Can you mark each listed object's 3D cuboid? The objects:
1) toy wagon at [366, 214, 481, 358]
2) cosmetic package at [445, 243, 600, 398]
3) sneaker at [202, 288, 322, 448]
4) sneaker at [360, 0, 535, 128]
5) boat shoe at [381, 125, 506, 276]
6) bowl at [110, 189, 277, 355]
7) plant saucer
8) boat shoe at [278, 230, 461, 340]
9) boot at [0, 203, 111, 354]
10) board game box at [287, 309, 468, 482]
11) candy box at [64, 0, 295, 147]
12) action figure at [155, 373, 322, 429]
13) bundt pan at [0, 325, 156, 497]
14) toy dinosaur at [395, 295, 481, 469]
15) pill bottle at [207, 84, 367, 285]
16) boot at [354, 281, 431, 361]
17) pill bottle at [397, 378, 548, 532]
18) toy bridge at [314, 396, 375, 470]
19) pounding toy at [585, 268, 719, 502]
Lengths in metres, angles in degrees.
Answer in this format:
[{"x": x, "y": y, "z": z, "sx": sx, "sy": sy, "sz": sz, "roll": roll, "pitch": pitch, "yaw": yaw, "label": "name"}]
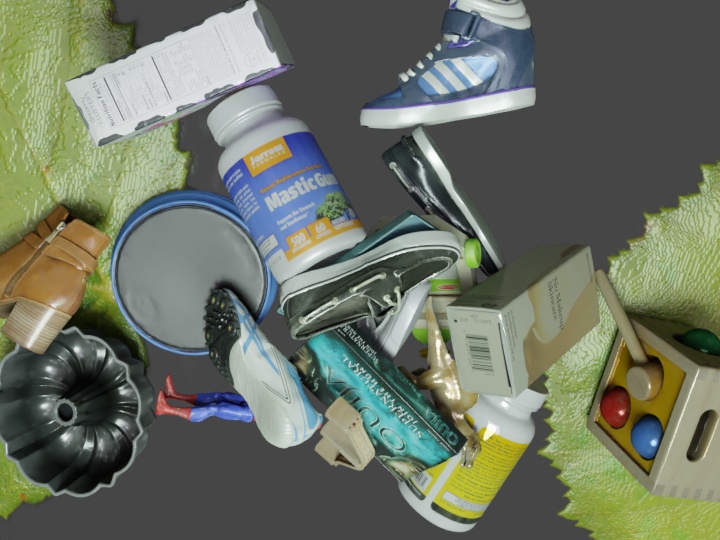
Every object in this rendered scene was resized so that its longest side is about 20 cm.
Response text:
[{"x": 0.071, "y": 0.022, "z": 0.980, "sx": 0.155, "sy": 0.040, "sz": 0.200, "roll": 0, "pitch": 132, "yaw": 21, "label": "toy wagon"}, {"x": 0.186, "y": 0.050, "z": 0.934, "sx": 0.071, "sy": 0.200, "sz": 0.106, "roll": 3, "pitch": 114, "yaw": 43, "label": "cosmetic package"}, {"x": -0.114, "y": 0.108, "z": 0.955, "sx": 0.072, "sy": 0.072, "sz": 0.200, "roll": -42, "pitch": 73, "yaw": 34, "label": "sneaker"}, {"x": 0.090, "y": -0.238, "z": 0.917, "sx": 0.199, "sy": 0.081, "sz": 0.147, "roll": -8, "pitch": 96, "yaw": 6, "label": "sneaker"}, {"x": 0.099, "y": -0.069, "z": 0.965, "sx": 0.060, "sy": 0.076, "sz": 0.200, "roll": -31, "pitch": 102, "yaw": 15, "label": "boat shoe"}, {"x": -0.198, "y": 0.006, "z": 0.994, "sx": 0.200, "sy": 0.039, "sz": 0.201, "roll": 0, "pitch": 106, "yaw": -1, "label": "bowl"}, {"x": 0.000, "y": 0.000, "z": 0.915, "sx": 0.200, "sy": 0.019, "sz": 0.070, "roll": -34, "pitch": 141, "yaw": 27, "label": "plant saucer"}, {"x": 0.016, "y": 0.020, "z": 0.874, "sx": 0.199, "sy": 0.064, "sz": 0.071, "roll": -20, "pitch": 146, "yaw": 2, "label": "boat shoe"}, {"x": -0.391, "y": -0.014, "z": 0.963, "sx": 0.200, "sy": 0.077, "sz": 0.156, "roll": 26, "pitch": 82, "yaw": 28, "label": "boot"}, {"x": 0.012, "y": 0.147, "z": 0.950, "sx": 0.200, "sy": 0.028, "sz": 0.135, "roll": 45, "pitch": 143, "yaw": 1, "label": "board game box"}, {"x": -0.177, "y": -0.203, "z": 0.867, "sx": 0.199, "sy": 0.168, "sz": 0.072, "roll": -23, "pitch": 103, "yaw": 6, "label": "candy box"}, {"x": -0.139, "y": 0.146, "z": 1.020, "sx": 0.199, "sy": 0.065, "sz": 0.099, "roll": 14, "pitch": 111, "yaw": -5, "label": "action figure"}, {"x": -0.330, "y": 0.159, "z": 0.997, "sx": 0.201, "sy": 0.076, "sz": 0.203, "roll": 2, "pitch": 96, "yaw": 15, "label": "bundt pan"}, {"x": 0.088, "y": 0.125, "z": 0.962, "sx": 0.101, "sy": 0.058, "sz": 0.201, "roll": -13, "pitch": 96, "yaw": 37, "label": "toy dinosaur"}, {"x": -0.085, "y": -0.095, "z": 0.911, "sx": 0.112, "sy": 0.112, "sz": 0.200, "roll": -30, "pitch": 84, "yaw": 7, "label": "pill bottle"}, {"x": 0.004, "y": 0.069, "z": 0.971, "sx": 0.095, "sy": 0.074, "sz": 0.200, "roll": 31, "pitch": 126, "yaw": 7, "label": "boot"}, {"x": 0.139, "y": 0.206, "z": 1.019, "sx": 0.112, "sy": 0.112, "sz": 0.200, "roll": 28, "pitch": 104, "yaw": -9, "label": "pill bottle"}, {"x": -0.016, "y": 0.202, "z": 0.981, "sx": 0.067, "sy": 0.200, "sz": 0.027, "roll": 40, "pitch": 68, "yaw": 11, "label": "toy bridge"}, {"x": 0.346, "y": 0.128, "z": 0.980, "sx": 0.142, "sy": 0.184, "sz": 0.201, "roll": 9, "pitch": 106, "yaw": -16, "label": "pounding toy"}]
